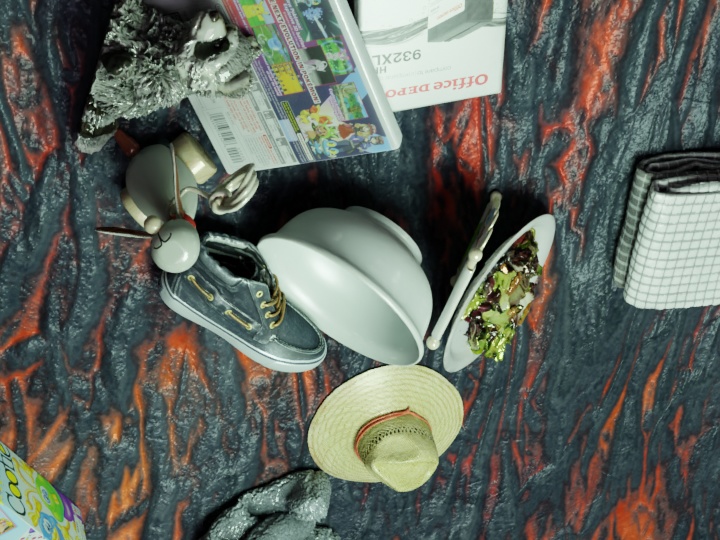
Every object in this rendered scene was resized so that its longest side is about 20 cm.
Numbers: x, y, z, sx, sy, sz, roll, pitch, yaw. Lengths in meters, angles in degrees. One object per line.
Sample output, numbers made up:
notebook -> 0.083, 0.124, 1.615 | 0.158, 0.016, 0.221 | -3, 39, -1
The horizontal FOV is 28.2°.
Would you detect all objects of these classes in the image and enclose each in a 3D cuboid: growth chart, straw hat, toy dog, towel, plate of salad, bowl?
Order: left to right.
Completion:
toy dog -> -0.186, -0.076, 1.299 | 0.096, 0.200, 0.132 | 42, 81, -23
bowl -> 0.000, 0.000, 1.443 | 0.091, 0.200, 0.202 | -54, 135, -20
straw hat -> 0.044, 0.209, 1.672 | 0.198, 0.086, 0.203 | -11, 132, -13
growth chart -> 0.111, -0.006, 1.470 | 0.018, 0.200, 0.146 | 24, 116, 2
plate of salad -> 0.157, 0.031, 1.537 | 0.200, 0.048, 0.201 | -45, 158, -24
towel -> 0.387, -0.050, 1.599 | 0.197, 0.086, 0.167 | -6, 128, -15

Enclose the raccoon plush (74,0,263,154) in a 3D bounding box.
raccoon plush -> -0.167, -0.165, 1.265 | 0.132, 0.098, 0.200 | 16, 155, -13

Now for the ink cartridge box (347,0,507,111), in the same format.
ink cartridge box -> 0.055, -0.253, 1.297 | 0.143, 0.084, 0.202 | -11, 131, -13

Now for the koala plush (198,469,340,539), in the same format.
koala plush -> -0.092, 0.374, 1.676 | 0.181, 0.201, 0.179 | -17, 133, -7

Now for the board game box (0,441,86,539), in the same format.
board game box -> -0.391, 0.268, 1.536 | 0.104, 0.104, 0.201 | -31, 133, 6

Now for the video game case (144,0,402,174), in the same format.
video game case -> -0.077, -0.178, 1.285 | 0.180, 0.023, 0.201 | -6, 132, 23

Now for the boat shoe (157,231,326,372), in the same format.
boat shoe -> -0.101, 0.034, 1.452 | 0.199, 0.072, 0.091 | 27, 136, -25
